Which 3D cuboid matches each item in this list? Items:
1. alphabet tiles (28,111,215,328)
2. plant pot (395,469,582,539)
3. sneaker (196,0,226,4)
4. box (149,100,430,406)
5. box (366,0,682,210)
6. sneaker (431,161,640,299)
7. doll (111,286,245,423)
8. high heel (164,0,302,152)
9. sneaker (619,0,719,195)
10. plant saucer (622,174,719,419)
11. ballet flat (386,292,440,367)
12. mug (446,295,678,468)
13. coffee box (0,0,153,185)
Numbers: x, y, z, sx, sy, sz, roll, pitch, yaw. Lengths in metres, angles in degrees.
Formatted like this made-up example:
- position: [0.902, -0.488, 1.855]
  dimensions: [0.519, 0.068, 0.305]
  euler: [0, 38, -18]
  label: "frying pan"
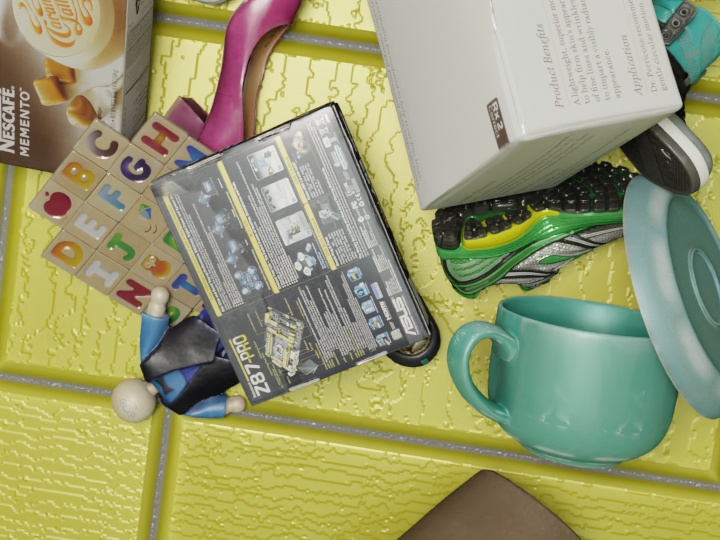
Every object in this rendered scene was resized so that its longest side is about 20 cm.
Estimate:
- position: [-0.165, -0.035, 0.981]
  dimensions: [0.200, 0.006, 0.166]
  euler: [34, 114, -24]
  label: "alphabet tiles"
- position: [0.097, 0.268, 0.978]
  dimensions: [0.200, 0.200, 0.175]
  euler: [40, 81, -3]
  label: "plant pot"
- position: [-0.170, -0.303, 0.934]
  dimensions: [0.079, 0.130, 0.200]
  euler: [-28, 95, 6]
  label: "sneaker"
- position: [-0.053, -0.012, 0.936]
  dimensions: [0.161, 0.049, 0.201]
  euler: [-23, 100, 7]
  label: "box"
- position: [0.110, -0.170, 0.871]
  dimensions: [0.130, 0.200, 0.200]
  euler: [-11, 82, -19]
  label: "box"
- position: [0.160, -0.034, 0.991]
  dimensions: [0.199, 0.078, 0.085]
  euler: [-13, 128, -1]
  label: "sneaker"
- position: [-0.134, 0.067, 1.016]
  dimensions: [0.200, 0.048, 0.137]
  euler: [-34, 108, 13]
  label: "doll"
- position: [-0.080, -0.158, 0.979]
  dimensions: [0.096, 0.067, 0.200]
  euler: [42, 112, 7]
  label: "high heel"
- position: [0.244, -0.148, 0.926]
  dimensions: [0.120, 0.200, 0.084]
  euler: [-30, 138, -4]
  label: "sneaker"
- position: [0.262, 0.016, 0.923]
  dimensions: [0.027, 0.200, 0.201]
  euler: [-19, 97, 32]
  label: "plant saucer"
- position: [0.000, 0.000, 0.996]
  dimensions: [0.073, 0.073, 0.200]
  euler: [-37, 94, 6]
  label: "ballet flat"
- position: [0.165, 0.090, 0.959]
  dimensions: [0.184, 0.152, 0.115]
  euler: [8, 99, 9]
  label: "mug"
- position: [-0.232, -0.181, 0.941]
  dimensions: [0.114, 0.080, 0.201]
  euler: [12, 122, 1]
  label: "coffee box"
